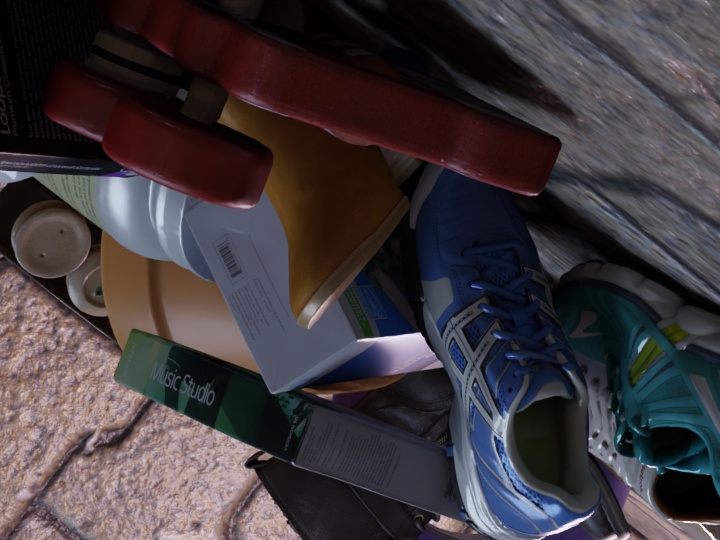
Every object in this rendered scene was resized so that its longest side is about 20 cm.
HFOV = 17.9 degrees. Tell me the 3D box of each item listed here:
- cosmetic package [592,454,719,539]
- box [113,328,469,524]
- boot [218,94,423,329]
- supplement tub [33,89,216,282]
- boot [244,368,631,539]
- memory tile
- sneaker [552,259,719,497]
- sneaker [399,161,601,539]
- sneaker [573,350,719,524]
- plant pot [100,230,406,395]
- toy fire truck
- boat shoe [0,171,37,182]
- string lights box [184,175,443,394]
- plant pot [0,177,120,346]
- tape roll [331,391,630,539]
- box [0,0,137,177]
[{"bbox_3d":[0.179,0.092,1.325,0.103,0.073,0.200,35,175,34],"label":"cosmetic package"},{"bbox_3d":[-0.026,0.084,1.210,0.144,0.037,0.199,23,176,-34],"label":"box"},{"bbox_3d":[-0.045,-0.064,1.049,0.144,0.071,0.201,40,-154,-8],"label":"boot"},{"bbox_3d":[-0.119,-0.096,1.245,0.199,0.145,0.145,36,176,30],"label":"supplement tub"},{"bbox_3d":[0.049,0.139,1.408,0.200,0.174,0.069,45,-177,5],"label":"boot"},{"bbox_3d":[-0.112,-0.043,1.460,0.153,0.200,0.017,42,-169,-33],"label":"memory tile"},{"bbox_3d":[0.144,0.053,1.093,0.077,0.080,0.200,39,177,-32],"label":"sneaker"},{"bbox_3d":[0.076,0.034,1.116,0.077,0.075,0.202,-9,97,62],"label":"sneaker"},{"bbox_3d":[0.147,0.078,1.161,0.199,0.073,0.084,18,-155,39],"label":"sneaker"},{"bbox_3d":[-0.036,-0.009,1.360,0.139,0.201,0.200,9,158,43],"label":"plant pot"},{"bbox_3d":[-0.027,-0.084,0.941,0.167,0.113,0.200,18,-173,-28],"label":"toy fire truck"},{"bbox_3d":[-0.156,-0.132,1.122,0.069,0.201,0.066,-11,133,29],"label":"boat shoe"},{"bbox_3d":[0.000,0.000,1.184,0.200,0.059,0.103,-5,-115,-63],"label":"string lights box"},{"bbox_3d":[-0.141,-0.052,1.604,0.200,0.199,0.200,36,176,3],"label":"plant pot"},{"bbox_3d":[0.077,0.107,1.478,0.199,0.201,0.085,37,176,1],"label":"tape roll"},{"bbox_3d":[-0.148,-0.115,1.000,0.200,0.036,0.144,0,-102,-70],"label":"box"}]
